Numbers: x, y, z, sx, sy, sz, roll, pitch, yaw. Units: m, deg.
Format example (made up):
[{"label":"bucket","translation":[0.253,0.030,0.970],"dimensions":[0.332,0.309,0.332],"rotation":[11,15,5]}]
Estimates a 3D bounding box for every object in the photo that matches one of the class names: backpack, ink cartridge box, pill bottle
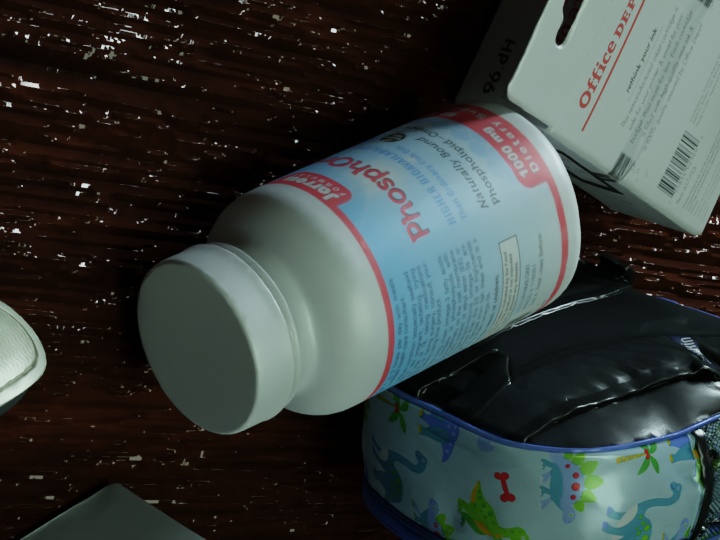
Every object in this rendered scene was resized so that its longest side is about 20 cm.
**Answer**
[{"label":"backpack","translation":[0.103,0.094,1.111],"dimensions":[0.200,0.183,0.147],"rotation":[-13,117,-40]},{"label":"ink cartridge box","translation":[0.125,-0.108,1.126],"dimensions":[0.200,0.068,0.116],"rotation":[29,84,-49]},{"label":"pill bottle","translation":[0.000,0.000,1.013],"dimensions":[0.200,0.109,0.109],"rotation":[-26,125,-38]}]

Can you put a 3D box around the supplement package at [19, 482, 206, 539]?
[{"label":"supplement package","translation":[-0.119,0.242,0.970],"dimensions":[0.191,0.147,0.200],"rotation":[-32,130,-33]}]

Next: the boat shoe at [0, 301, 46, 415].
[{"label":"boat shoe","translation":[-0.211,0.057,0.863],"dimensions":[0.200,0.072,0.068],"rotation":[-24,161,-46]}]
